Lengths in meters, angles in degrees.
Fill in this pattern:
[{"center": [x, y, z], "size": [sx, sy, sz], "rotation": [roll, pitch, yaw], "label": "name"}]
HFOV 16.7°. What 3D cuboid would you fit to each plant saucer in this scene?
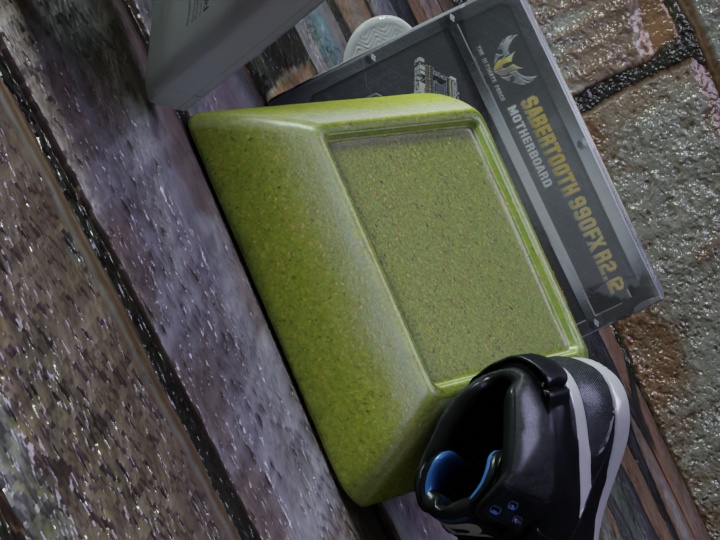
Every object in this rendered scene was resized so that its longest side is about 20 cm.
[{"center": [0.031, -0.002, 1.187], "size": [0.199, 0.048, 0.201], "rotation": [-10, 74, -53], "label": "plant saucer"}]

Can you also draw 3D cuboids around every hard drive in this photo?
[{"center": [-0.034, -0.162, 1.027], "size": [0.027, 0.200, 0.133], "rotation": [14, 67, -25], "label": "hard drive"}]

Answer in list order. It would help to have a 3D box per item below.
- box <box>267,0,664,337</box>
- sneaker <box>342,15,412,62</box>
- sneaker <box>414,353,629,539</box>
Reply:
[{"center": [0.060, -0.042, 1.391], "size": [0.201, 0.158, 0.048], "rotation": [64, 9, -3], "label": "box"}, {"center": [0.034, -0.087, 1.677], "size": [0.116, 0.073, 0.201], "rotation": [-94, 167, -71], "label": "sneaker"}, {"center": [0.061, 0.136, 1.125], "size": [0.112, 0.073, 0.202], "rotation": [10, 86, -53], "label": "sneaker"}]
